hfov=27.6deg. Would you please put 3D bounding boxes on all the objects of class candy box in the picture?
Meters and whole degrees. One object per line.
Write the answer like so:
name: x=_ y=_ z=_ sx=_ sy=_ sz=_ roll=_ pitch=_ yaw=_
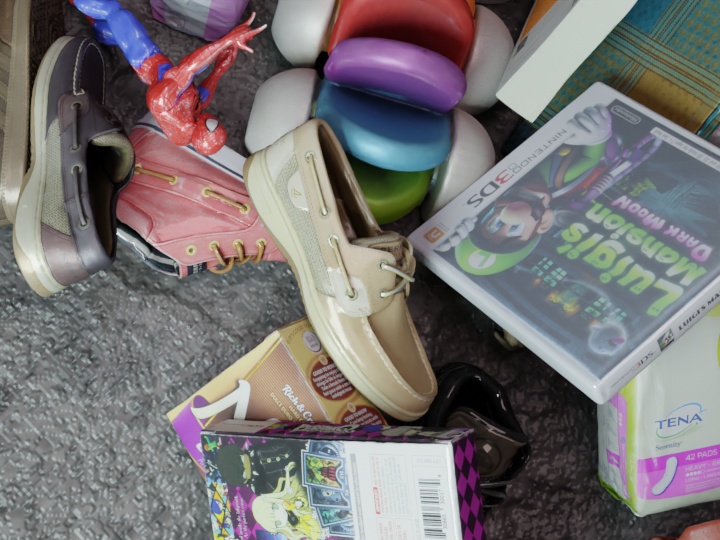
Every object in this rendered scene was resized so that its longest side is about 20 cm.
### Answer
candy box: x=-0.025 y=0.143 z=0.937 sx=0.201 sy=0.117 sz=0.056 roll=58 pitch=33 yaw=7

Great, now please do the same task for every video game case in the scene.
video game case: x=-0.006 y=0.191 z=0.881 sx=0.036 sy=0.181 sz=0.201 roll=-19 pitch=104 yaw=-56
video game case: x=0.153 y=-0.027 z=0.942 sx=0.182 sy=0.023 sz=0.200 roll=-39 pitch=44 yaw=-10

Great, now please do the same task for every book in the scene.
book: x=0.168 y=-0.207 z=1.032 sx=0.048 sy=0.134 sz=0.200 roll=36 pitch=43 yaw=-5

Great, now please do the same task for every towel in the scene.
towel: x=0.200 y=-0.129 z=1.031 sx=0.022 sy=0.147 sz=0.200 roll=28 pitch=104 yaw=-42

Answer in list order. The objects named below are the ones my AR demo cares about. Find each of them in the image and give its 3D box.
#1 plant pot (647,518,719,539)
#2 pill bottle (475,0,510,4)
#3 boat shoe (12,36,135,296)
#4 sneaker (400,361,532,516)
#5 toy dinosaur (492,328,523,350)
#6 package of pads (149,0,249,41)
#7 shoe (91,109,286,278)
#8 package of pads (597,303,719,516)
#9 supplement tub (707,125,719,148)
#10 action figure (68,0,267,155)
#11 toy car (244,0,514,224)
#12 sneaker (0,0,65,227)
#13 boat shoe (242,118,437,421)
plant pot: x=0.261 y=0.264 z=0.943 sx=0.200 sy=0.201 sz=0.196 roll=-4 pitch=67 yaw=-14
pill bottle: x=0.116 y=-0.276 z=1.045 sx=0.114 sy=0.200 sz=0.115 roll=3 pitch=74 yaw=-11
boat shoe: x=-0.178 y=-0.073 z=0.954 sx=0.064 sy=0.072 sz=0.201 roll=-8 pitch=51 yaw=11
sneaker: x=0.057 y=0.155 z=0.959 sx=0.076 sy=0.114 sz=0.200 roll=14 pitch=77 yaw=-9
toy dinosaur: x=0.118 y=0.022 z=1.008 sx=0.058 sy=0.101 sz=0.201 roll=-13 pitch=57 yaw=2
package of pads: x=-0.083 y=-0.274 z=1.042 sx=0.075 sy=0.121 sz=0.201 roll=25 pitch=71 yaw=-5
shoe: x=-0.086 y=-0.024 z=1.002 sx=0.200 sy=0.072 sz=0.091 roll=31 pitch=72 yaw=3
package of pads: x=0.236 y=0.060 z=1.006 sx=0.154 sy=0.068 sz=0.201 roll=-8 pitch=109 yaw=-16
supplement tub: x=0.260 y=-0.131 z=1.079 sx=0.122 sy=0.123 sz=0.201 roll=16 pitch=72 yaw=-8
action figure: x=-0.124 y=-0.159 z=0.987 sx=0.099 sy=0.065 sz=0.200 roll=-32 pitch=60 yaw=-4
toy car: x=0.022 y=-0.135 z=1.011 sx=0.174 sy=0.150 sz=0.201 roll=15 pitch=72 yaw=-9
sneaker: x=-0.248 y=-0.124 z=0.991 sx=0.075 sy=0.071 sz=0.201 roll=-4 pitch=65 yaw=8
boat shoe: x=0.000 y=0.000 z=0.933 sx=0.065 sy=0.072 sz=0.201 roll=-30 pitch=86 yaw=25
